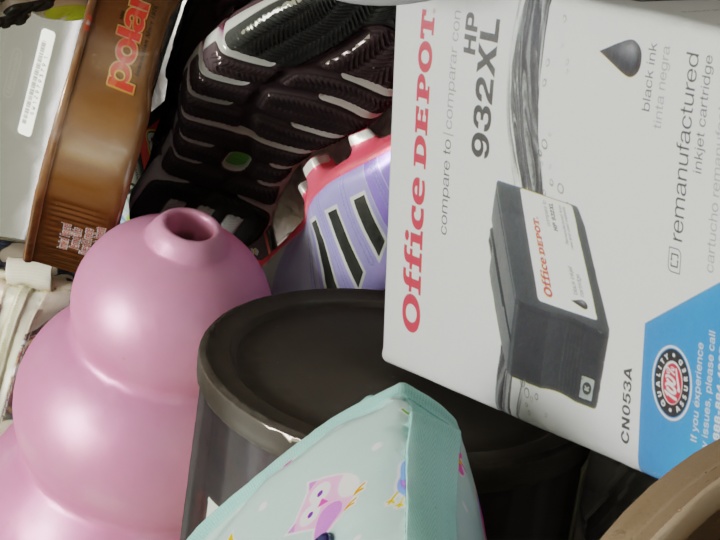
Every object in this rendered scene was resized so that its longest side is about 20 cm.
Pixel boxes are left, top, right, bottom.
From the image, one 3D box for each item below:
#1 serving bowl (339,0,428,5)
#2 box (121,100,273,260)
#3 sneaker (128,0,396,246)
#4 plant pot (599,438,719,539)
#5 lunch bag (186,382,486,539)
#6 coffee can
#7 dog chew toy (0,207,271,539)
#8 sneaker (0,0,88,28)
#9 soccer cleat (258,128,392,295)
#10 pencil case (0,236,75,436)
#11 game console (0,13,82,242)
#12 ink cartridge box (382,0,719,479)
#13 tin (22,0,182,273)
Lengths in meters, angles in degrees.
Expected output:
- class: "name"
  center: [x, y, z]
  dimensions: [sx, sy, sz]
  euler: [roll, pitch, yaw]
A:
- class: "serving bowl"
  center: [0.045, -0.165, 0.955]
  dimensions: [0.200, 0.066, 0.201]
  euler: [-31, 38, 28]
- class: "box"
  center: [-0.079, 0.040, 1.264]
  dimensions: [0.137, 0.040, 0.201]
  euler: [-33, 67, 54]
- class: "sneaker"
  center: [-0.037, -0.098, 1.126]
  dimensions: [0.200, 0.075, 0.116]
  euler: [-42, 36, 52]
- class: "plant pot"
  center: [0.121, 0.131, 0.819]
  dimensions: [0.093, 0.200, 0.202]
  euler: [-157, 66, -65]
- class: "lunch bag"
  center: [-0.009, 0.156, 0.889]
  dimensions: [0.171, 0.121, 0.201]
  euler: [-88, 12, -62]
- class: "coffee can"
  center: [0.001, 0.127, 1.051]
  dimensions: [0.146, 0.146, 0.201]
  euler: [37, 126, 50]
- class: "dog chew toy"
  center: [-0.086, 0.064, 1.125]
  dimensions: [0.125, 0.124, 0.201]
  euler: [50, 136, 42]
- class: "sneaker"
  center: [-0.140, -0.150, 1.182]
  dimensions: [0.077, 0.199, 0.085]
  euler: [-32, 73, 33]
- class: "soccer cleat"
  center: [0.000, 0.000, 1.119]
  dimensions: [0.077, 0.066, 0.200]
  euler: [60, 144, 9]
- class: "pencil case"
  center: [-0.167, 0.078, 1.269]
  dimensions: [0.090, 0.077, 0.201]
  euler: [-110, 36, -72]
- class: "game console"
  center: [-0.168, -0.109, 1.360]
  dimensions: [0.175, 0.116, 0.201]
  euler: [21, 104, 28]
- class: "ink cartridge box"
  center: [0.094, -0.020, 0.936]
  dimensions: [0.200, 0.083, 0.146]
  euler: [21, 112, 56]
- class: "tin"
  center: [-0.102, -0.064, 1.141]
  dimensions: [0.200, 0.042, 0.113]
  euler: [125, 156, -74]
